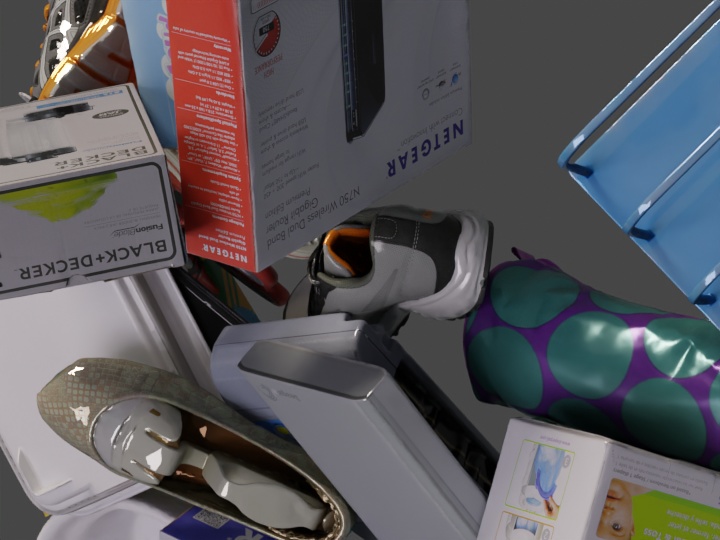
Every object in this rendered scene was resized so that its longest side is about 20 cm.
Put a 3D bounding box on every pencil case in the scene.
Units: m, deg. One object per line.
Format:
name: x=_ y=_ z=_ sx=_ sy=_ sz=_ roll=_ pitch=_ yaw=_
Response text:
pencil case: x=0.154 y=0.051 z=1.503 sx=0.200 sy=0.085 sz=0.093 roll=14 pitch=82 yaw=33

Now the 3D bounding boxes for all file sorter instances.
file sorter: x=0.212 y=-0.030 z=1.355 sx=0.139 sy=0.123 sz=0.200 roll=-45 pitch=80 yaw=8

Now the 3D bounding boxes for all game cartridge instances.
game cartridge: x=0.005 y=0.100 z=1.615 sx=0.133 sy=0.041 sz=0.200 roll=-4 pitch=139 yaw=43

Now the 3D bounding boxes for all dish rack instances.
dish rack: x=-0.178 y=0.047 z=1.662 sx=0.171 sy=0.044 sz=0.200 roll=-26 pitch=93 yaw=33

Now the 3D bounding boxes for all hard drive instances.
hard drive: x=0.027 y=0.123 z=1.526 sx=0.200 sy=0.026 sz=0.132 roll=52 pitch=158 yaw=-27

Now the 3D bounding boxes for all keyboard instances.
keyboard: x=-0.155 y=0.027 z=1.678 sx=0.200 sy=0.021 sz=0.127 roll=39 pitch=121 yaw=15

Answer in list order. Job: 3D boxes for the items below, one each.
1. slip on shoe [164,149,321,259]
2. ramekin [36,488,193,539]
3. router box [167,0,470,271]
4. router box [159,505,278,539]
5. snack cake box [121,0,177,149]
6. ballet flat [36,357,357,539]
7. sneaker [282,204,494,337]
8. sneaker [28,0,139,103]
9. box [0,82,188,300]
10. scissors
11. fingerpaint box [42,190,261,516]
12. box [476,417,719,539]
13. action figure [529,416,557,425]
slip on shoe: x=-0.093 y=-0.071 z=1.655 sx=0.200 sy=0.074 sz=0.061 roll=32 pitch=163 yaw=14
ramekin: x=-0.107 y=0.216 z=1.781 sx=0.200 sy=0.098 sz=0.201 roll=18 pitch=123 yaw=30
router box: x=-0.018 y=-0.121 z=1.462 sx=0.049 sy=0.200 sz=0.180 roll=15 pitch=122 yaw=33
router box: x=-0.028 y=0.252 z=1.637 sx=0.200 sy=0.049 sz=0.180 roll=21 pitch=125 yaw=28
snack cake box: x=-0.077 y=-0.179 z=1.545 sx=0.067 sy=0.115 sz=0.200 roll=5 pitch=115 yaw=37
ballet flat: x=-0.091 y=0.105 z=1.586 sx=0.200 sy=0.062 sz=0.068 roll=21 pitch=104 yaw=-6
sneaker: x=0.000 y=0.000 z=1.570 sx=0.200 sy=0.079 sz=0.074 roll=-29 pitch=48 yaw=60
sneaker: x=-0.155 y=-0.133 z=1.617 sx=0.077 sy=0.078 sz=0.200 roll=16 pitch=77 yaw=44
box: x=-0.160 y=-0.044 z=1.464 sx=0.116 sy=0.200 sz=0.060 roll=-11 pitch=106 yaw=-5
scissors: x=-0.126 y=-0.041 z=1.676 sx=0.200 sy=0.014 sz=0.073 roll=35 pitch=173 yaw=6
fingerpaint box: x=-0.168 y=0.043 z=1.755 sx=0.200 sy=0.073 sz=0.167 roll=-30 pitch=92 yaw=42
box: x=0.121 y=0.191 z=1.450 sx=0.101 sy=0.112 sz=0.200 roll=10 pitch=83 yaw=63
action figure: x=0.115 y=0.160 z=1.561 sx=0.118 sy=0.055 sz=0.200 roll=28 pitch=144 yaw=45
